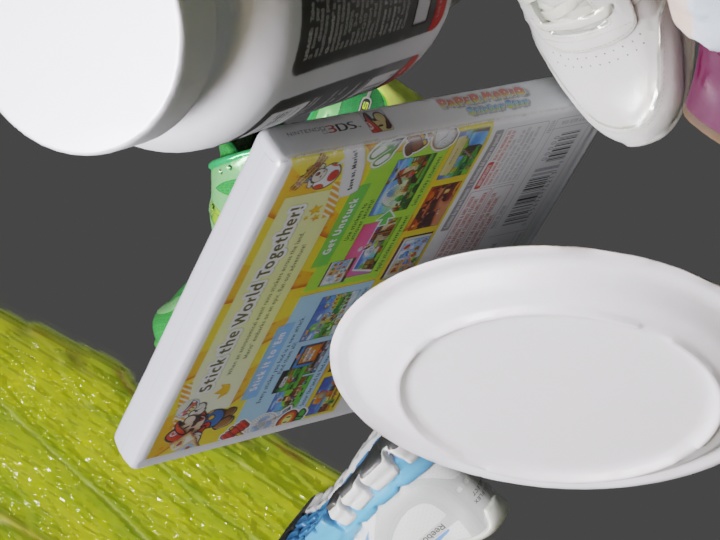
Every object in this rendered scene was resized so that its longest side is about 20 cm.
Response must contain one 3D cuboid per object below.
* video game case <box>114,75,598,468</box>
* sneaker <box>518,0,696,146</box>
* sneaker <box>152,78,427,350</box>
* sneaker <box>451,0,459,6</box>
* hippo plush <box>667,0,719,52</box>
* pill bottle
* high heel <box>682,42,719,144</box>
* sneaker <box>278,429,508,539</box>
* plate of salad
[{"bbox_3d":[0.000,0.000,1.135,0.023,0.181,0.200,55,138,27],"label":"video game case"},{"bbox_3d":[0.069,-0.136,1.057,0.075,0.100,0.201,-12,107,40],"label":"sneaker"},{"bbox_3d":[-0.038,-0.030,1.226,0.084,0.074,0.200,47,125,4],"label":"sneaker"},{"bbox_3d":[-0.020,-0.186,1.122,0.145,0.077,0.204,-5,103,31],"label":"sneaker"},{"bbox_3d":[0.207,-0.064,0.941,0.199,0.159,0.162,7,118,30],"label":"hippo plush"},{"bbox_3d":[-0.054,-0.109,0.999,0.115,0.200,0.117,8,106,27],"label":"pill bottle"},{"bbox_3d":[0.213,-0.061,1.005,0.199,0.067,0.097,28,130,23],"label":"high heel"},{"bbox_3d":[0.005,0.146,1.293,0.087,0.075,0.200,37,140,-5],"label":"sneaker"},{"bbox_3d":[0.086,0.038,1.132,0.199,0.048,0.200,4,146,3],"label":"plate of salad"}]
